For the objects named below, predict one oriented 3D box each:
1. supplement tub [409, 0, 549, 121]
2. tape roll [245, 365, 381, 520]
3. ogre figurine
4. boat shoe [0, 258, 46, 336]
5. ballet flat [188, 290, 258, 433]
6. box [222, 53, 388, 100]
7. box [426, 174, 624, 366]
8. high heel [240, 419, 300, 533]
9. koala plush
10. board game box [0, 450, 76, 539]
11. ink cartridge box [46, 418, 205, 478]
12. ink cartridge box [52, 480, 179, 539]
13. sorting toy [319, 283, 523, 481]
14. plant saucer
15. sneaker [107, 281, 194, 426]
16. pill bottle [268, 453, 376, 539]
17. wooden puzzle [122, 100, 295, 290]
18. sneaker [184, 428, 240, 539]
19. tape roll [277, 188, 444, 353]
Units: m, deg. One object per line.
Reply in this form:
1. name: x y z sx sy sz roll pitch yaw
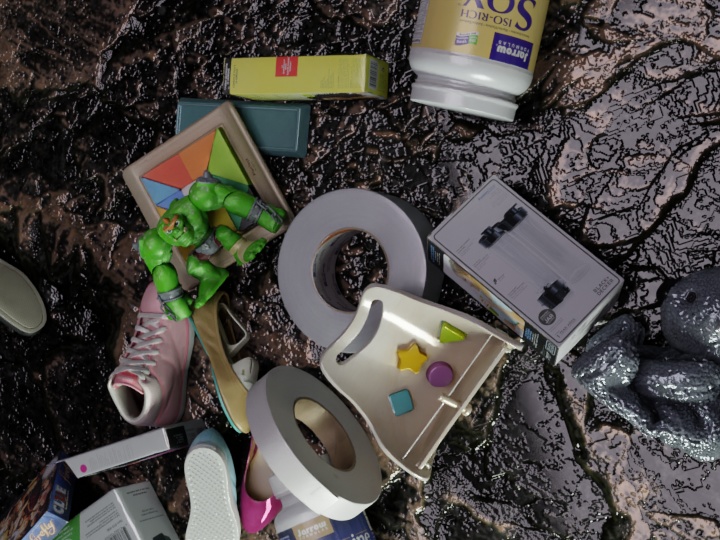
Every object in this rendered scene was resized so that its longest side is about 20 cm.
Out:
1. supplement tub: 0.136 -0.281 1.411 0.145 0.145 0.200 14 96 24
2. tape roll: -0.054 0.204 1.468 0.037 0.203 0.203 -39 74 19
3. ogre figurine: -0.203 -0.037 1.562 0.120 0.098 0.200 44 122 -10
4. boat shoe: -0.527 0.027 1.775 0.200 0.072 0.068 39 142 13
5. ballet flat: -0.166 0.110 1.580 0.063 0.069 0.200 -29 64 7
6. box: -0.070 -0.241 1.546 0.200 0.075 0.050 4 91 26
7. box: 0.185 -0.002 1.408 0.200 0.060 0.117 40 74 19
8. high heel: -0.125 0.245 1.559 0.067 0.096 0.200 28 101 22
9. koala plush: 0.358 0.077 1.304 0.184 0.177 0.200 38 105 8
10. board game box: -0.466 0.360 1.703 0.035 0.136 0.200 36 109 -22
11. ink cartridge box: -0.311 0.241 1.646 0.200 0.095 0.037 -17 83 24
12. ink cartridge box: -0.309 0.406 1.651 0.147 0.083 0.200 -35 75 20
13. sorting toy: 0.056 0.106 1.431 0.180 0.107 0.200 32 104 -9
14. plant saucer: -0.159 -0.188 1.619 0.200 0.019 0.070 6 93 24
15. sneaker: -0.278 0.110 1.627 0.075 0.105 0.201 1 89 27
16. pill bottle: -0.039 0.332 1.510 0.111 0.111 0.200 -27 79 23
17. wooden puzzle: -0.204 -0.095 1.616 0.200 0.037 0.185 -30 86 23
18. sneaker: -0.188 0.298 1.612 0.074 0.082 0.200 5 113 4
19. tape roll: 0.000 0.000 1.518 0.200 0.066 0.201 0 90 24
